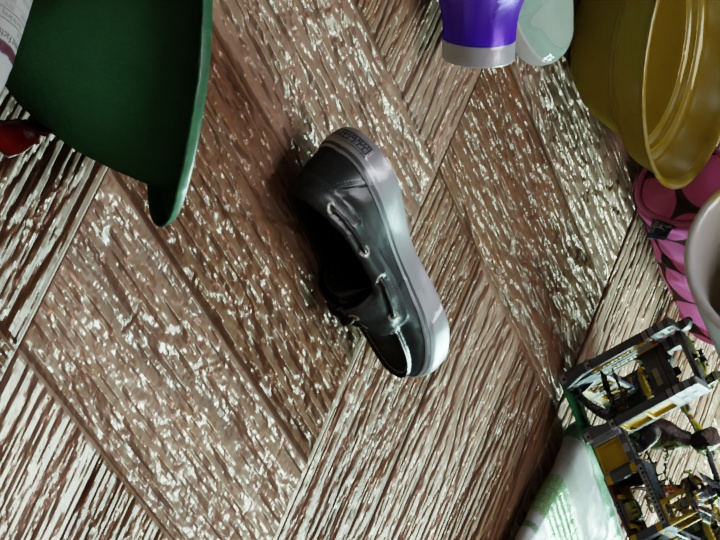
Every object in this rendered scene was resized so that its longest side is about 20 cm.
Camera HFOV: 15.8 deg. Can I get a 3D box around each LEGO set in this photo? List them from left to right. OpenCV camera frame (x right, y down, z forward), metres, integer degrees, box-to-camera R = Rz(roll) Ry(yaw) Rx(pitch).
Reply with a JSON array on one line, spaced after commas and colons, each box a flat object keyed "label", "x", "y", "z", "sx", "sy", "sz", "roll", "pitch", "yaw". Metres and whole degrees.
[{"label": "LEGO set", "x": 0.246, "y": 0.127, "z": 1.946, "sx": 0.154, "sy": 0.116, "sz": 0.200, "roll": 35, "pitch": 30, "yaw": -52}]

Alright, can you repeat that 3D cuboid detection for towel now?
[{"label": "towel", "x": 0.137, "y": 0.230, "z": 1.959, "sx": 0.200, "sy": 0.031, "sz": 0.149, "roll": -57, "pitch": 144, "yaw": -33}]

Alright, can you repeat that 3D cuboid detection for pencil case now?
[{"label": "pencil case", "x": 0.275, "y": -0.015, "z": 2.040, "sx": 0.091, "sy": 0.094, "sz": 0.200, "roll": -52, "pitch": 147, "yaw": -13}]

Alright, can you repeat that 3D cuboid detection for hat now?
[{"label": "hat", "x": -0.167, "y": -0.106, "z": 1.219, "sx": 0.200, "sy": 0.176, "sz": 0.166, "roll": -140, "pitch": -126, "yaw": -76}]

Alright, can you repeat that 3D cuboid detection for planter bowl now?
[{"label": "planter bowl", "x": 0.206, "y": -0.164, "z": 1.869, "sx": 0.200, "sy": 0.083, "sz": 0.201, "roll": -36, "pitch": 132, "yaw": -54}]

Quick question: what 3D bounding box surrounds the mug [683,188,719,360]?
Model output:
[{"label": "mug", "x": 0.331, "y": 0.012, "z": 1.913, "sx": 0.187, "sy": 0.149, "sz": 0.153, "roll": -38, "pitch": 153, "yaw": -10}]

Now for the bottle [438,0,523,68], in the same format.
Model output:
[{"label": "bottle", "x": 0.077, "y": -0.227, "z": 1.604, "sx": 0.084, "sy": 0.065, "sz": 0.200, "roll": -31, "pitch": 127, "yaw": -58}]

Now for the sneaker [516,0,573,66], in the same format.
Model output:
[{"label": "sneaker", "x": 0.150, "y": -0.216, "z": 1.697, "sx": 0.074, "sy": 0.118, "sz": 0.201, "roll": -51, "pitch": 144, "yaw": -46}]

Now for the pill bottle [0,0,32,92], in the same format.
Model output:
[{"label": "pill bottle", "x": -0.186, "y": -0.130, "z": 1.063, "sx": 0.110, "sy": 0.110, "sz": 0.200, "roll": 31, "pitch": 73, "yaw": -63}]

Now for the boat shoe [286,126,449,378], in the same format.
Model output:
[{"label": "boat shoe", "x": 0.000, "y": 0.000, "z": 1.553, "sx": 0.057, "sy": 0.069, "sz": 0.200, "roll": -42, "pitch": 138, "yaw": -23}]
